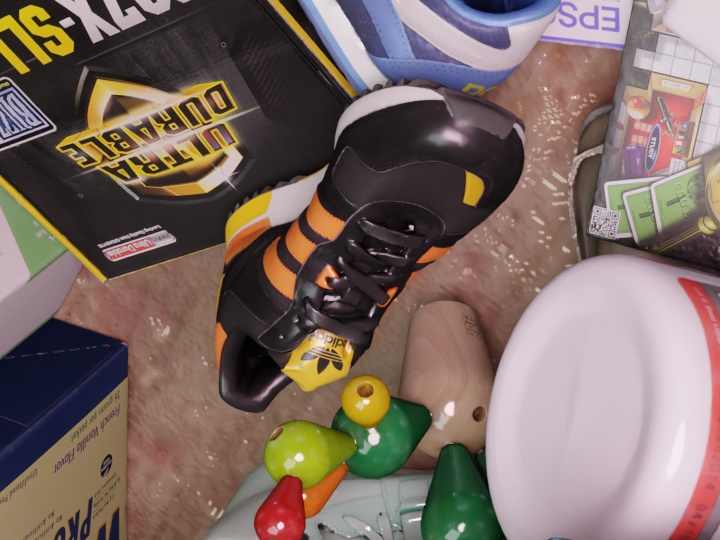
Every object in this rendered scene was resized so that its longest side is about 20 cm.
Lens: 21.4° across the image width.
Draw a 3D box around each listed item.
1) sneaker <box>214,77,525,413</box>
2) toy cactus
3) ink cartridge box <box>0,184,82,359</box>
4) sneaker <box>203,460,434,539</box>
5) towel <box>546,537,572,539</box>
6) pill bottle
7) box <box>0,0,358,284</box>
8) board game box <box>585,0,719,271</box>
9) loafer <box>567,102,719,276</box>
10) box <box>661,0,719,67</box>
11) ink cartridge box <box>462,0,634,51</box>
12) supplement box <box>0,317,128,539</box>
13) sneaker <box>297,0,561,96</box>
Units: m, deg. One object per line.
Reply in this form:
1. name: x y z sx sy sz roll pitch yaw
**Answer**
1. sneaker: 0.000 0.000 0.733 0.070 0.090 0.200 19 155 -22
2. toy cactus: 0.042 0.080 0.777 0.199 0.166 0.102 19 135 -25
3. ink cartridge box: -0.242 -0.034 0.893 0.200 0.145 0.088 39 129 4
4. sneaker: 0.018 0.138 0.857 0.199 0.118 0.074 2 115 27
5. towel: 0.101 0.126 0.653 0.146 0.022 0.200 4 155 -12
6. pill bottle: 0.155 0.068 0.690 0.199 0.116 0.116 13 134 -29
7. box: -0.087 -0.080 0.801 0.199 0.049 0.160 -15 128 39
8. board game box: 0.151 -0.096 0.688 0.104 0.023 0.201 14 107 18
9. loafer: 0.129 0.029 0.767 0.075 0.070 0.201 -8 111 32
10. box: 0.221 -0.089 0.563 0.200 0.106 0.153 40 132 14
11. ink cartridge box: 0.016 -0.191 0.726 0.197 0.043 0.201 10 124 25
12. supplement box: -0.237 0.124 0.981 0.199 0.134 0.201 17 122 20
13. sneaker: -0.004 -0.145 0.695 0.200 0.074 0.082 46 137 -18
